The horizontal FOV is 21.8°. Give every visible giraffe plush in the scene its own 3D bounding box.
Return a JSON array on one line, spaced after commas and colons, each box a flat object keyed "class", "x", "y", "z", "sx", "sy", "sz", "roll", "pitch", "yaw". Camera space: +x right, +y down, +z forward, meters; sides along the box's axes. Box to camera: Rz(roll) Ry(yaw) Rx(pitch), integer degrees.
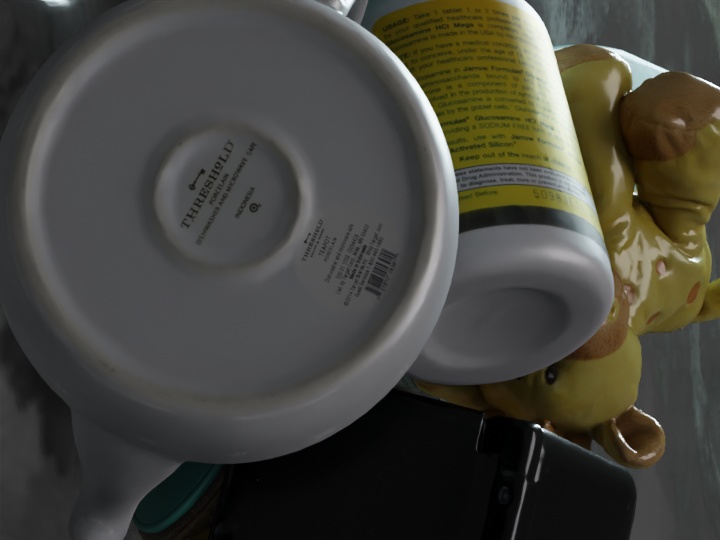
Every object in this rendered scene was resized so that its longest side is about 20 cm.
[{"class": "giraffe plush", "x": 0.106, "y": 0.009, "z": 0.946, "sx": 0.163, "sy": 0.171, "sz": 0.201, "roll": -56, "pitch": 128, "yaw": -37}]

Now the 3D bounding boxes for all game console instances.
[{"class": "game console", "x": 0.021, "y": 0.162, "z": 0.826, "sx": 0.175, "sy": 0.115, "sz": 0.202, "roll": 27, "pitch": 74, "yaw": -53}]

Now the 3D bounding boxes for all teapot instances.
[{"class": "teapot", "x": -0.055, "y": -0.015, "z": 0.759, "sx": 0.146, "sy": 0.198, "sz": 0.199, "roll": 112, "pitch": -43, "yaw": -77}]

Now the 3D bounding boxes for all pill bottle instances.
[{"class": "pill bottle", "x": 0.043, "y": -0.059, "z": 0.861, "sx": 0.113, "sy": 0.111, "sz": 0.202, "roll": 53, "pitch": 23, "yaw": -57}]

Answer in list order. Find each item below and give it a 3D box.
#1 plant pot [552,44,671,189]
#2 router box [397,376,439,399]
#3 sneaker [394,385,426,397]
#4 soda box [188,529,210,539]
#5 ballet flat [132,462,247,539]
[{"class": "plant pot", "x": 0.132, "y": -0.086, "z": 1.334, "sx": 0.200, "sy": 0.140, "sz": 0.143, "roll": 16, "pitch": 70, "yaw": -62}, {"class": "router box", "x": 0.073, "y": 0.168, "z": 1.082, "sx": 0.200, "sy": 0.051, "sz": 0.150, "roll": 54, "pitch": -7, "yaw": 45}, {"class": "sneaker", "x": 0.036, "y": 0.157, "z": 0.893, "sx": 0.080, "sy": 0.071, "sz": 0.201, "roll": -46, "pitch": 114, "yaw": -39}, {"class": "soda box", "x": -0.044, "y": 0.161, "z": 0.883, "sx": 0.064, "sy": 0.067, "sz": 0.202, "roll": 52, "pitch": 39, "yaw": -57}, {"class": "ballet flat", "x": -0.043, "y": 0.041, "z": 0.861, "sx": 0.072, "sy": 0.067, "sz": 0.202, "roll": 36, "pitch": 61, "yaw": -43}]
